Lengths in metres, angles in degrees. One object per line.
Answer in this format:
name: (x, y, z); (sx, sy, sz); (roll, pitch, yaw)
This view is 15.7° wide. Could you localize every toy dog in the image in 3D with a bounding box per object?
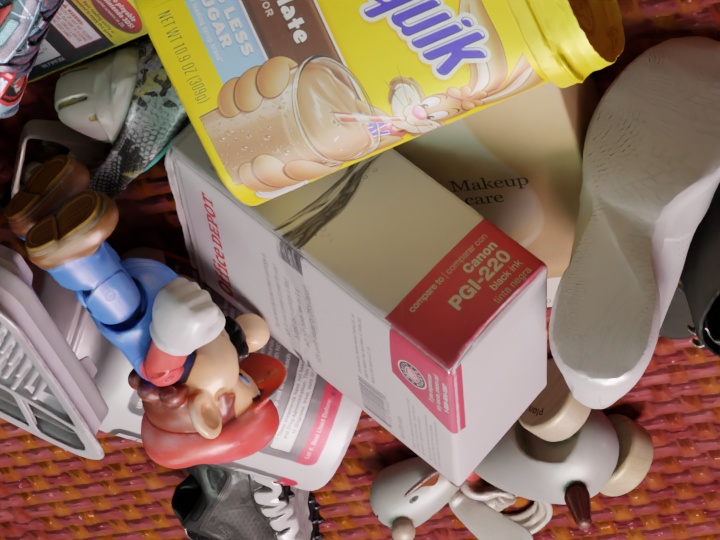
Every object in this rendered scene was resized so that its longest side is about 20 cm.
toy dog: (0.093, 0.139, 1.626); (0.131, 0.097, 0.200); (22, 140, -18)

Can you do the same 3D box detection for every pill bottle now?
pill bottle: (-0.102, 0.051, 1.530); (0.199, 0.111, 0.111); (18, 141, -15)

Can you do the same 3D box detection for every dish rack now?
dish rack: (-0.217, 0.020, 1.401); (0.171, 0.044, 0.200); (25, 161, 23)

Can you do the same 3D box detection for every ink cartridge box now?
ink cartridge box: (0.000, 0.000, 1.376); (0.200, 0.085, 0.146); (36, 160, 20)

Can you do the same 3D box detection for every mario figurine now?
mario figurine: (-0.098, 0.018, 1.391); (0.105, 0.124, 0.200); (-17, 130, 25)

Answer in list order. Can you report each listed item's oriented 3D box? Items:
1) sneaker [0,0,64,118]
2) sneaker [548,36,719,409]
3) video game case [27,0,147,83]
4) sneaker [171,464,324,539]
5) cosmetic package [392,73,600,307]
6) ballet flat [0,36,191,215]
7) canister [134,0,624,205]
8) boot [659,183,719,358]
sneaker: (-0.172, -0.126, 1.273); (0.199, 0.096, 0.079); (-18, -179, 38)
sneaker: (0.144, -0.023, 1.350); (0.075, 0.201, 0.089); (19, 164, 13)
video game case: (-0.167, -0.185, 1.306); (0.180, 0.026, 0.200); (-18, 135, 29)
sneaker: (-0.076, 0.161, 1.710); (0.090, 0.067, 0.201); (2, 138, 11)
cosmetic package: (0.076, -0.067, 1.383); (0.104, 0.071, 0.201); (-6, 141, 17)
ballet flat: (-0.143, -0.074, 1.406); (0.072, 0.072, 0.200); (23, 140, -20)
canister: (0.006, -0.130, 1.245); (0.199, 0.087, 0.149); (-22, 102, 22)
boot: (0.185, 0.011, 1.413); (0.077, 0.139, 0.201); (8, 143, -1)
